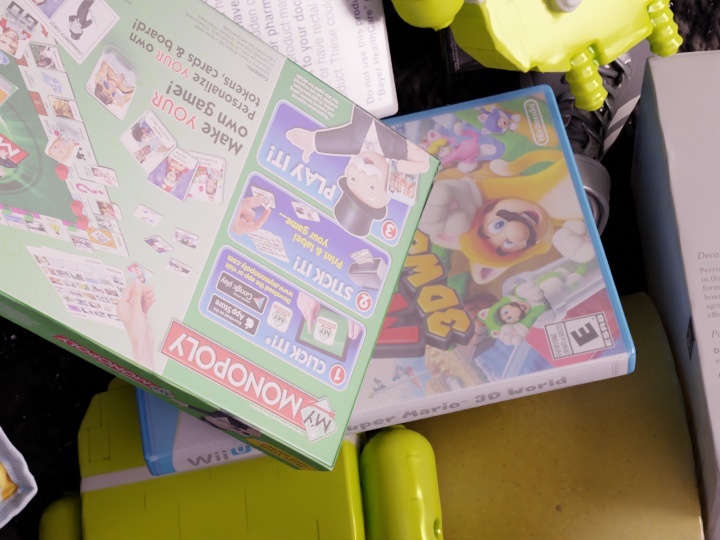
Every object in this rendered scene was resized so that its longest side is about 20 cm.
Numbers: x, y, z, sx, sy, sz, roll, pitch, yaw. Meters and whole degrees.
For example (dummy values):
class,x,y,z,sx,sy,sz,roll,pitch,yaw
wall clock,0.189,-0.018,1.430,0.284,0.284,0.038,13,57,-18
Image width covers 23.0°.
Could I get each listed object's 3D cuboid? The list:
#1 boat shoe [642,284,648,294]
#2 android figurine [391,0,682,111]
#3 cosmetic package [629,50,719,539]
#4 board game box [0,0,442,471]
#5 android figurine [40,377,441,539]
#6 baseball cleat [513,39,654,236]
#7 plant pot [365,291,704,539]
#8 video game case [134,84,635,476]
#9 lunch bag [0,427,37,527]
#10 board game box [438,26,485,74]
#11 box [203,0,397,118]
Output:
class,x,y,z,sx,sy,sz,roll,pitch,yaw
boat shoe,0.170,0.020,0.900,0.064,0.073,0.202,-8,93,-21
android figurine,0.075,-0.165,0.722,0.181,0.041,0.201,-33,113,-22
cosmetic package,0.170,0.015,0.766,0.080,0.113,0.202,-6,59,1
board game box,-0.070,-0.029,0.648,0.199,0.029,0.136,32,69,-29
android figurine,-0.055,0.110,0.744,0.041,0.180,0.202,48,31,-61
baseball cleat,0.100,-0.060,0.824,0.069,0.106,0.201,33,82,-23
plant pot,0.071,0.117,0.810,0.140,0.200,0.202,-6,103,0
video game case,0.000,0.000,0.739,0.198,0.144,0.018,-12,146,-1
lunch bag,-0.242,0.077,0.637,0.199,0.169,0.128,-33,116,-20
board game box,0.073,-0.193,0.770,0.104,0.024,0.202,-9,112,0
box,-0.104,-0.133,0.706,0.198,0.105,0.186,-16,106,-25
